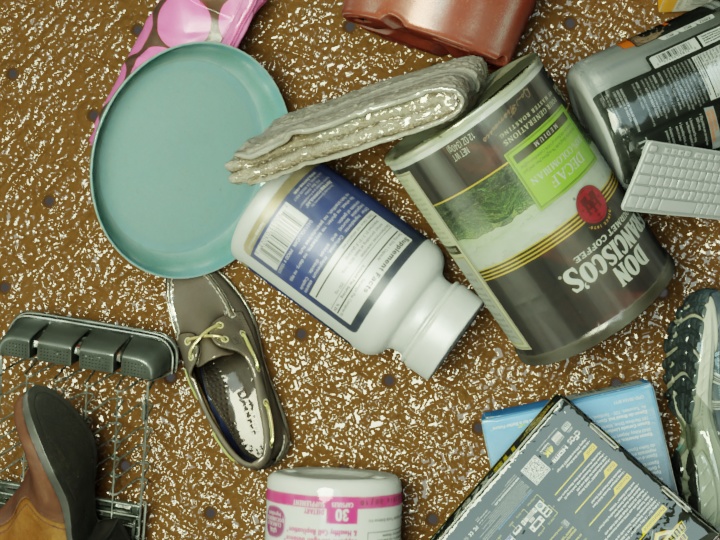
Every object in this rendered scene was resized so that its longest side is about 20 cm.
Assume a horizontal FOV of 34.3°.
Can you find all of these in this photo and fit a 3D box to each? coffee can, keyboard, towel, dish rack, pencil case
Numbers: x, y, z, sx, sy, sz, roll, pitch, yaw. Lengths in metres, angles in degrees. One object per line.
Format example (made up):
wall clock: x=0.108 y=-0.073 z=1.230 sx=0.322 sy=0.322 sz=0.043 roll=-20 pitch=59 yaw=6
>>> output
coffee can: x=0.133 y=-0.047 z=0.923 sx=0.146 sy=0.146 sz=0.200 roll=-36 pitch=100 yaw=2
keyboard: x=0.279 y=-0.068 z=0.927 sx=0.011 sy=0.199 sz=0.057 roll=32 pitch=112 yaw=46
towel: x=-0.002 y=-0.120 z=0.906 sx=0.199 sy=0.133 sz=0.035 roll=-16 pitch=107 yaw=20
dish rack: x=-0.244 y=0.145 z=1.011 sx=0.153 sy=0.055 sz=0.201 roll=9 pitch=105 yaw=8
pencil case: x=-0.153 y=-0.177 z=1.019 sx=0.094 sy=0.091 sz=0.201 roll=25 pitch=90 yaw=47

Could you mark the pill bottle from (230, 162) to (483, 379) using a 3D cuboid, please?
pill bottle: x=0.000 y=0.000 z=0.977 sx=0.200 sy=0.111 sz=0.111 roll=37 pitch=90 yaw=7

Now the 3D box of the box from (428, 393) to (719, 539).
box: x=0.151 y=0.223 z=0.912 sx=0.160 sy=0.049 sz=0.200 roll=40 pitch=92 yaw=3

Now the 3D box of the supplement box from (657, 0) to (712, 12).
supplement box: x=0.352 y=-0.295 z=0.982 sx=0.199 sy=0.074 sz=0.127 roll=-4 pitch=83 yaw=5

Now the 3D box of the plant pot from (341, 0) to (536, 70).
plant pot: x=0.082 y=-0.280 z=0.961 sx=0.200 sy=0.201 sz=0.196 roll=18 pitch=96 yaw=7

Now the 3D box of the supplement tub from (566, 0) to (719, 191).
supplement tub: x=0.281 y=-0.151 z=0.954 sx=0.199 sy=0.123 sz=0.123 roll=-23 pitch=84 yaw=3

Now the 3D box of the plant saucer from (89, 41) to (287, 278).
plant saucer: x=-0.143 y=-0.093 z=0.979 sx=0.027 sy=0.200 sz=0.201 roll=23 pitch=88 yaw=44

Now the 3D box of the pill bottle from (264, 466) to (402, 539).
pill bottle: x=-0.024 y=0.267 z=0.956 sx=0.113 sy=0.113 sz=0.201 roll=1 pitch=86 yaw=6

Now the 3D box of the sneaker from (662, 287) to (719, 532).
sneaker: x=0.303 y=0.114 z=0.965 sx=0.086 sy=0.078 sz=0.201 roll=-3 pitch=92 yaw=-6

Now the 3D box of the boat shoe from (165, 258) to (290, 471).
boat shoe: x=-0.120 y=0.078 z=1.008 sx=0.072 sy=0.060 sz=0.201 roll=-23 pitch=84 yaw=4

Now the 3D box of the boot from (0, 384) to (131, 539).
boot: x=-0.307 y=0.201 z=0.988 sx=0.199 sy=0.069 sz=0.189 roll=-15 pitch=111 yaw=21

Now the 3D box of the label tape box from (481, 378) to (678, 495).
label tape box: x=0.190 y=0.204 z=0.965 sx=0.144 sy=0.063 sz=0.201 roll=-12 pitch=87 yaw=5
